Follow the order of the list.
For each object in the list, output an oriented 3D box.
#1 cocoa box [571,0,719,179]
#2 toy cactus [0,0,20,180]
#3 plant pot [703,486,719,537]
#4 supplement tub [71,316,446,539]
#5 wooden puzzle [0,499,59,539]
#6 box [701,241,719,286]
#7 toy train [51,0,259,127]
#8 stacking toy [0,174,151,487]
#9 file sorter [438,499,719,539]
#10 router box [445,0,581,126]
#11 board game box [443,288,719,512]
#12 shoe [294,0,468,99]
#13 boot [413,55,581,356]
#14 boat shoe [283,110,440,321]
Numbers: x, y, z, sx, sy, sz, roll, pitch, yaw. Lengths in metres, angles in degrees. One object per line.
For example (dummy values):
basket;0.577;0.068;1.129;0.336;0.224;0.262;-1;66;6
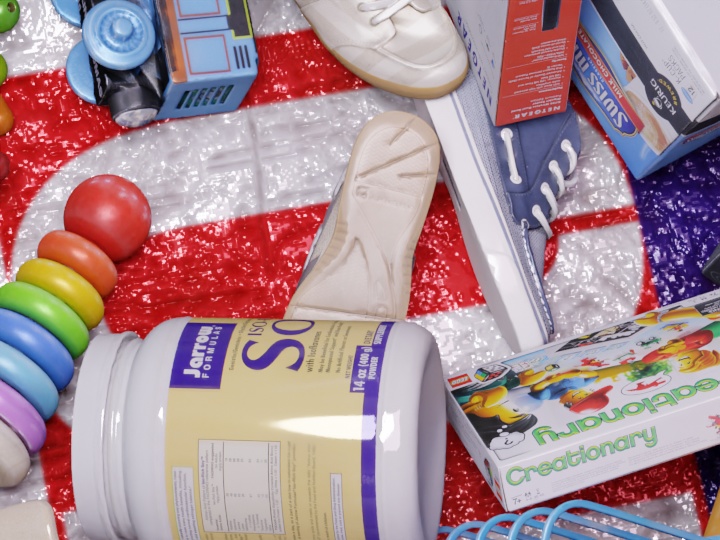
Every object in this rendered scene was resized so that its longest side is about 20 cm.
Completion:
cocoa box;0.234;-0.171;1.763;0.200;0.131;0.134;-28;81;-26
toy cactus;-0.290;-0.144;1.730;0.164;0.102;0.201;-8;85;0
plant pot;0.284;0.168;1.678;0.199;0.200;0.184;13;59;-4
supplement tub;-0.056;0.100;1.648;0.199;0.145;0.146;1;75;9
wooden puzzle;-0.224;0.244;1.578;0.184;0.037;0.201;-17;90;25
box;0.331;0.002;1.752;0.200;0.122;0.106;34;74;1
toy train;-0.133;-0.187;1.762;0.114;0.087;0.201;-7;74;-19
stacking toy;-0.190;0.028;1.705;0.085;0.085;0.200;31;67;1
file sorter;0.110;0.212;1.613;0.122;0.200;0.139;18;74;-18
router box;0.081;-0.221;1.717;0.049;0.180;0.201;-12;55;-11
board game box;0.159;0.073;1.678;0.199;0.126;0.035;-18;116;-8
shoe;-0.011;-0.182;1.764;0.070;0.053;0.200;-41;69;-14
boot;0.104;-0.049;1.759;0.090;0.073;0.201;-18;78;-6
boat shoe;0.000;0.000;1.738;0.072;0.065;0.201;16;92;2
